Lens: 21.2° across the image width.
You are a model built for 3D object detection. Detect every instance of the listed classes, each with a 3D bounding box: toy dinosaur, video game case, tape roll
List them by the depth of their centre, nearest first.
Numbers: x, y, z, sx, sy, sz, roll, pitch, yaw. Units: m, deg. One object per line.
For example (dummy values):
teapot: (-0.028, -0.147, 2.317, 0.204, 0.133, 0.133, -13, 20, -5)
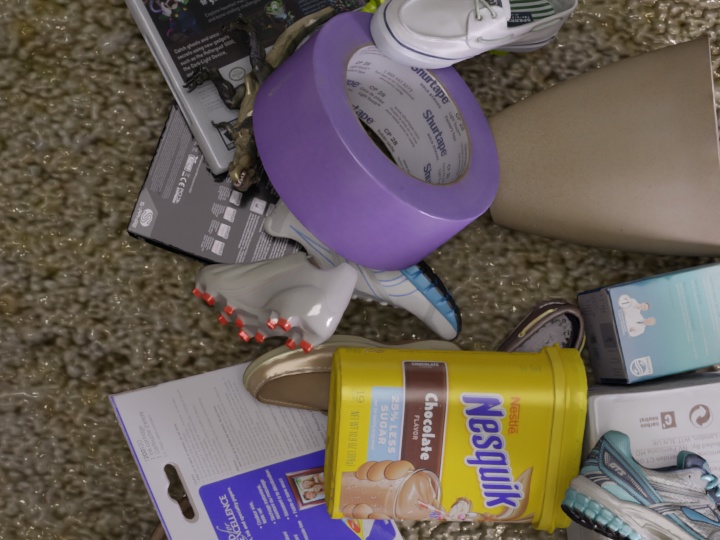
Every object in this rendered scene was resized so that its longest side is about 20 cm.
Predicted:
tape roll: (0.014, -0.106, 1.578, 0.085, 0.200, 0.200, -38, 89, 37)
toy dinosaur: (-0.092, -0.162, 1.620, 0.088, 0.047, 0.201, 35, 64, -26)
video game case: (-0.082, -0.202, 1.671, 0.199, 0.023, 0.183, -26, 86, -23)

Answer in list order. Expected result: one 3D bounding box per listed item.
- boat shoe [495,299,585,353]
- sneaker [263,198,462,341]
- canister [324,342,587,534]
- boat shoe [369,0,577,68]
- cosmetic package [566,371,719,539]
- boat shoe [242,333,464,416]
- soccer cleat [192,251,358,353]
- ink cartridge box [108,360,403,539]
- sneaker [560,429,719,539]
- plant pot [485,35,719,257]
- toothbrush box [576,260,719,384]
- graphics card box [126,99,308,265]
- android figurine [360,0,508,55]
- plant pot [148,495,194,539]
boat shoe: (0.127, 0.110, 1.678, 0.072, 0.060, 0.200, 40, 85, -1)
sneaker: (0.000, 0.000, 1.634, 0.200, 0.075, 0.087, 42, 95, -10)
canister: (0.074, 0.134, 1.557, 0.198, 0.087, 0.150, 2, 112, -6)
boat shoe: (0.097, -0.220, 1.613, 0.199, 0.067, 0.074, -14, 74, -40)
cosmetic package: (0.262, 0.175, 1.612, 0.166, 0.200, 0.168, -7, 87, -4)
boat shoe: (0.001, 0.099, 1.613, 0.198, 0.072, 0.065, 1, 54, -20)
soccer cleat: (-0.069, 0.018, 1.595, 0.078, 0.199, 0.069, -51, 119, -16)
ink cartridge box: (-0.091, 0.172, 1.600, 0.199, 0.043, 0.199, -12, 63, -30)
sneaker: (0.259, 0.187, 1.474, 0.199, 0.078, 0.087, 25, 83, -1)
plant pot: (0.209, -0.095, 1.652, 0.198, 0.187, 0.189, -6, 87, 12)
toothbrush box: (0.300, 0.036, 1.651, 0.198, 0.146, 0.086, -13, 88, -5)
graphics card box: (-0.092, -0.056, 1.680, 0.198, 0.051, 0.126, 19, 86, -3)
android figurine: (0.083, -0.271, 1.701, 0.182, 0.041, 0.200, 44, 79, -5)
plant pot: (-0.094, 0.277, 1.640, 0.199, 0.093, 0.203, 0, 87, -3)
